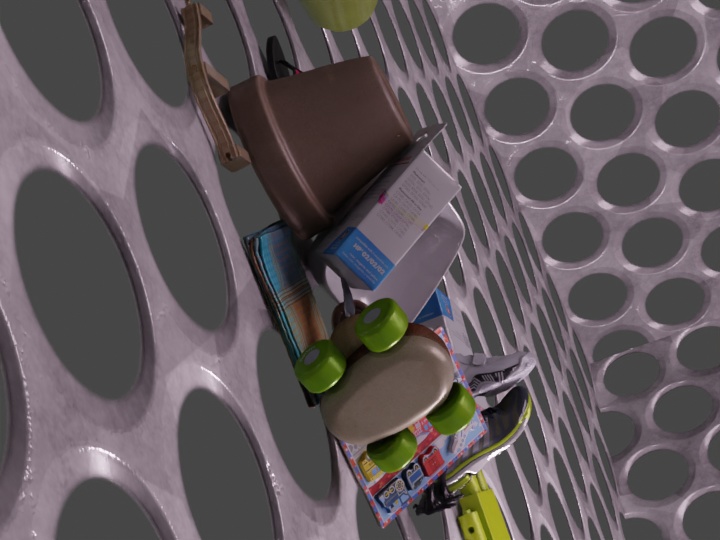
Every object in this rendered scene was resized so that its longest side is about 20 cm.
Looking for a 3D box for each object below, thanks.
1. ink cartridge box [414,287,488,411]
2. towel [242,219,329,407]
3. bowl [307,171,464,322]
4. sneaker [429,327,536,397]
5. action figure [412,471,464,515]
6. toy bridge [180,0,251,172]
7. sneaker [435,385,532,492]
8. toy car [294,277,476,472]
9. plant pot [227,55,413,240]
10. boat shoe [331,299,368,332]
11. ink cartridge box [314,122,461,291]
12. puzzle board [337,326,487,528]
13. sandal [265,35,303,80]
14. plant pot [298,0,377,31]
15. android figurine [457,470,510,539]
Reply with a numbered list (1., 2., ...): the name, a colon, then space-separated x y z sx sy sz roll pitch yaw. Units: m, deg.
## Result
1. ink cartridge box: 0.122 0.146 2.022 0.145 0.083 0.203 40 32 -66
2. towel: -0.071 0.044 1.541 0.147 0.021 0.203 -40 110 -75
3. bowl: 0.023 -0.033 1.728 0.074 0.201 0.200 23 -15 43
4. sneaker: 0.140 0.128 1.902 0.075 0.197 0.116 76 -9 -74
5. action figure: 0.085 0.207 1.762 0.118 0.101 0.203 -10 81 -65
6. toy bridge: -0.169 -0.211 1.503 0.067 0.027 0.203 29 42 -68
7. sneaker: 0.156 0.222 1.871 0.081 0.200 0.074 53 -19 -12
8. toy car: 0.022 0.089 1.517 0.165 0.157 0.201 50 15 -26
9. plant pot: -0.037 -0.165 1.601 0.202 0.173 0.201 60 8 -15
10. boat shoe: 0.014 0.134 1.648 0.075 0.074 0.206 177 -99 -82
11. ink cartridge box: 0.043 -0.074 1.581 0.068 0.201 0.115 42 -8 -12
12. puzzle board: 0.063 0.184 1.610 0.199 0.017 0.152 -37 112 -33
13. sandal: -0.080 -0.223 1.831 0.075 0.044 0.203 7 64 -75
14. plant pot: -0.044 -0.468 2.092 0.190 0.197 0.203 71 4 -68
15. android figurine: 0.192 0.396 2.035 0.182 0.041 0.203 16 55 -74
